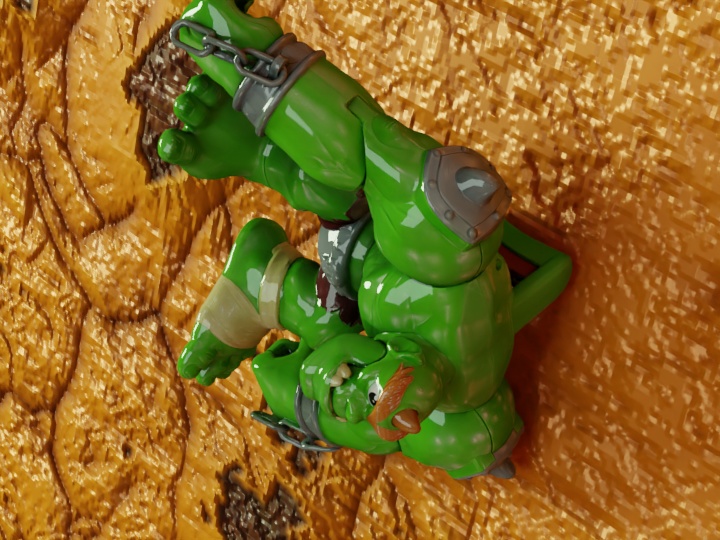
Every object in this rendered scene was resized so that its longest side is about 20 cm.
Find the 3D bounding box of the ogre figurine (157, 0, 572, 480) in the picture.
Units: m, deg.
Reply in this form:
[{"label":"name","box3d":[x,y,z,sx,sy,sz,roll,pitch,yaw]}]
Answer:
[{"label":"ogre figurine","box3d":[0.000,0.000,0.623,0.119,0.098,0.201,24,124,28]}]
